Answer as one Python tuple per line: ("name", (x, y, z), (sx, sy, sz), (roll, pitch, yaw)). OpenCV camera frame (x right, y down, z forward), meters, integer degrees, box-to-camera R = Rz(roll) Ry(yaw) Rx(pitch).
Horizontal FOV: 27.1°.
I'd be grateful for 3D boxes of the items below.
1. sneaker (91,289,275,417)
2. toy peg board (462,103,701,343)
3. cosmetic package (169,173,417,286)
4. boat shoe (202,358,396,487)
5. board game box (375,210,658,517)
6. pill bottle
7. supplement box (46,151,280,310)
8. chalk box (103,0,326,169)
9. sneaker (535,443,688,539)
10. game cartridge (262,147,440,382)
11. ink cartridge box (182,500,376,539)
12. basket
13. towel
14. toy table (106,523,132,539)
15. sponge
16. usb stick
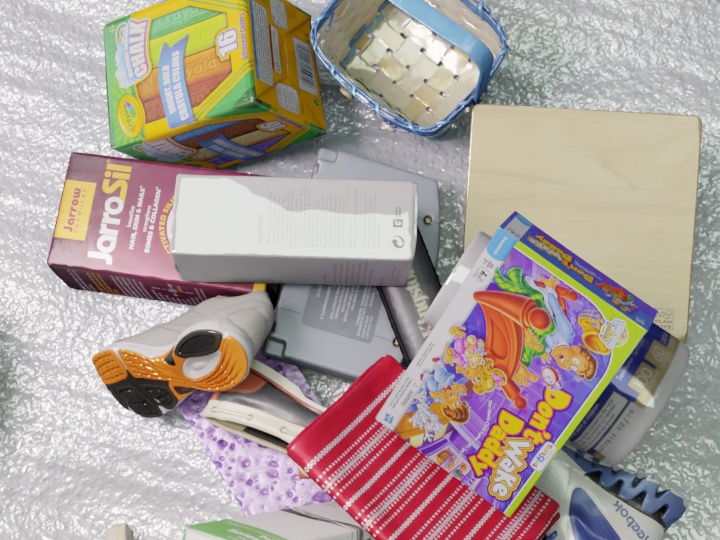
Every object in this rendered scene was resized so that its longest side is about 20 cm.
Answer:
("sneaker", (-0.149, 0.068, 1.306), (0.092, 0.199, 0.076), (-48, 116, -44))
("toy peg board", (0.194, -0.040, 1.340), (0.199, 0.098, 0.200), (4, 91, 5))
("cosmetic package", (-0.055, -0.033, 1.250), (0.199, 0.102, 0.074), (3, 76, -2))
("boat shoe", (-0.040, 0.148, 1.269), (0.199, 0.071, 0.063), (31, 66, 15))
("board game box", (0.118, 0.074, 1.161), (0.134, 0.045, 0.200), (35, 118, 8))
("pill bottle", (0.158, 0.059, 1.234), (0.200, 0.120, 0.120), (33, 79, 4))
("supplement box", (-0.168, -0.032, 1.349), (0.199, 0.086, 0.111), (8, 76, 6))
("chalk box", (-0.151, -0.165, 1.347), (0.199, 0.124, 0.126), (-16, 73, 26))
("sneaker", (0.168, 0.211, 1.267), (0.198, 0.081, 0.116), (20, 75, 7))
("game cartridge", (0.000, 0.000, 1.344), (0.133, 0.040, 0.201), (16, 74, -1))
("ink cartridge box", (-0.046, 0.268, 1.185), (0.084, 0.199, 0.147), (7, 96, 42))
("basket", (0.045, -0.202, 1.321), (0.176, 0.200, 0.139), (38, 80, 13))
("towel", (0.052, 0.169, 1.209), (0.200, 0.023, 0.145), (41, 50, 13))
("toy table", (-0.193, 0.298, 1.247), (0.199, 0.117, 0.185), (-6, 74, 1))
("sponge", (-0.072, 0.161, 1.321), (0.111, 0.030, 0.200), (-33, 76, -6))
("usb stick", (0.051, 0.035, 1.306), (0.055, 0.033, 0.201), (-22, 79, 5))
